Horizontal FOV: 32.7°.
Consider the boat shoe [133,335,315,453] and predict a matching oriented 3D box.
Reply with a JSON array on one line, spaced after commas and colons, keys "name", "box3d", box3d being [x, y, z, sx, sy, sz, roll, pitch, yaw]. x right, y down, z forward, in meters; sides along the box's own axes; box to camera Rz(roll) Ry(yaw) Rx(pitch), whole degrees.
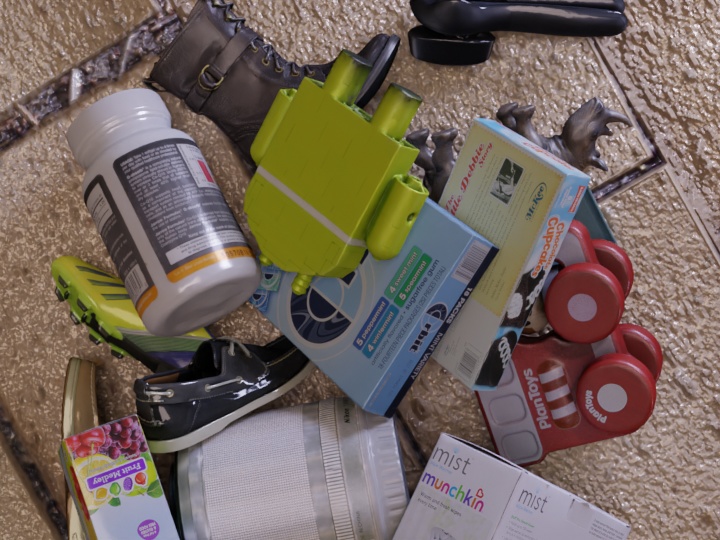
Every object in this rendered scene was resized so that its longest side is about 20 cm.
[{"name": "boat shoe", "box3d": [-0.112, 0.089, 1.070, 0.071, 0.199, 0.068, -3, 106, 46]}]

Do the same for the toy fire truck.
[{"name": "toy fire truck", "box3d": [0.167, 0.067, 1.081, 0.167, 0.112, 0.202, -18, 99, 21]}]

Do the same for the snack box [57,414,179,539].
[{"name": "snack box", "box3d": [-0.188, 0.229, 1.015, 0.067, 0.169, 0.202, -17, 85, -18]}]

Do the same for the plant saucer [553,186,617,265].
[{"name": "plant saucer", "box3d": [0.132, -0.003, 1.120, 0.199, 0.019, 0.070, -29, 104, 5]}]

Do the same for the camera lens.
[{"name": "camera lens", "box3d": [-0.058, 0.200, 1.072, 0.198, 0.160, 0.162, -10, 91, 2]}]

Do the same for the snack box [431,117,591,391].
[{"name": "snack box", "box3d": [0.105, -0.014, 1.042, 0.116, 0.037, 0.201, 38, 114, 41]}]

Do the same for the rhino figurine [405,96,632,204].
[{"name": "rhino figurine", "box3d": [0.146, -0.105, 1.101, 0.198, 0.060, 0.088, -15, 107, 3]}]

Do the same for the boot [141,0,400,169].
[{"name": "boot", "box3d": [-0.082, -0.190, 1.113, 0.200, 0.069, 0.174, -43, 89, 6]}]

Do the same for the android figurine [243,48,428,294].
[{"name": "android figurine", "box3d": [-0.026, -0.077, 1.036, 0.182, 0.041, 0.201, 36, 108, 31]}]

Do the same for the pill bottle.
[{"name": "pill bottle", "box3d": [-0.177, -0.052, 1.089, 0.116, 0.116, 0.201, -29, 75, 4]}]

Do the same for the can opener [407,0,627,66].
[{"name": "can opener", "box3d": [0.141, -0.234, 1.108, 0.198, 0.079, 0.064, -3, 52, 1]}]

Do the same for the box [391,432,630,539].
[{"name": "box", "box3d": [0.117, 0.255, 1.026, 0.096, 0.199, 0.178, 19, 81, 44]}]

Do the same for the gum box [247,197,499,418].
[{"name": "gum box", "box3d": [0.000, 0.000, 1.064, 0.200, 0.044, 0.171, 40, 101, 41]}]

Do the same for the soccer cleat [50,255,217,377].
[{"name": "soccer cleat", "box3d": [-0.199, 0.045, 1.141, 0.199, 0.065, 0.084, 37, 64, 7]}]

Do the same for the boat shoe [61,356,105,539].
[{"name": "boat shoe", "box3d": [-0.240, 0.179, 1.139, 0.066, 0.074, 0.202, -4, 92, -9]}]
